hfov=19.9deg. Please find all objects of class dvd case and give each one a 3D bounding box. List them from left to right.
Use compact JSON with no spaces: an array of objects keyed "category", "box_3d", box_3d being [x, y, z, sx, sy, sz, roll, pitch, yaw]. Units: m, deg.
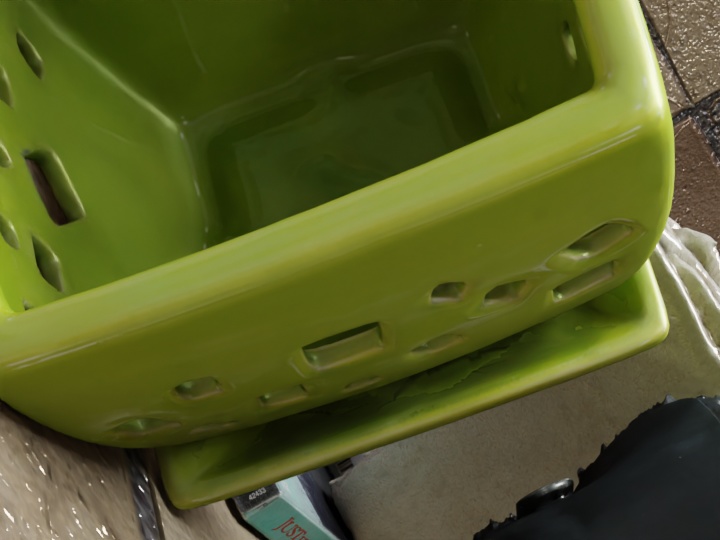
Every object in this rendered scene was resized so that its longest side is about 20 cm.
[{"category":"dvd case","box_3d":[-0.056,0.037,0.846,0.201,0.022,0.146,59,4,30]}]

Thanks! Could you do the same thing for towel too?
[{"category":"towel","box_3d":[0.083,0.084,0.757,0.034,0.200,0.133,-14,67,-53]}]

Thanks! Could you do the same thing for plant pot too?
[{"category":"plant pot","box_3d":[-0.015,-0.049,0.630,0.182,0.198,0.201,60,11,-60]}]

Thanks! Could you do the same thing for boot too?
[{"category":"boot","box_3d":[0.047,0.090,0.614,0.077,0.167,0.200,62,6,21]}]

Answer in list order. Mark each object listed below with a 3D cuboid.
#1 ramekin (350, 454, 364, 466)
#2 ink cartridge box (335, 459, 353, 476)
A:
[{"category":"ramekin","box_3d":[0.100,0.061,0.876,0.199,0.098,0.201,23,41,-22]},{"category":"ink cartridge box","box_3d":[0.054,0.176,0.949,0.200,0.043,0.199,55,3,-44]}]
